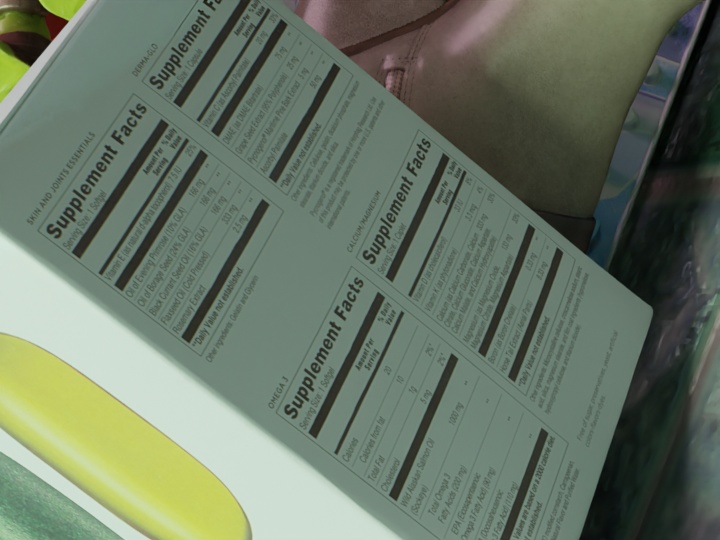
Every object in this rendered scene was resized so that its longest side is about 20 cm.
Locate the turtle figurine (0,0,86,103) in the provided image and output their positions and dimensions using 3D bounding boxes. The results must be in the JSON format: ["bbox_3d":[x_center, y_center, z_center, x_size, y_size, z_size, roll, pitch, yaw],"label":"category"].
[{"bbox_3d":[-0.122,-0.127,0.781,0.200,0.064,0.161,-22,42,15],"label":"turtle figurine"}]

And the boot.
[{"bbox_3d":[0.064,-0.058,0.696,0.070,0.200,0.146,-3,-84,-70],"label":"boot"}]

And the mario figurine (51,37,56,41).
[{"bbox_3d":[-0.044,-0.087,0.839,0.106,0.200,0.124,62,-165,-64],"label":"mario figurine"}]

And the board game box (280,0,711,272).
[{"bbox_3d":[0.023,-0.104,0.766,0.026,0.200,0.200,61,-130,-76],"label":"board game box"}]

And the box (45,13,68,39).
[{"bbox_3d":[-0.154,-0.047,0.908,0.095,0.200,0.100,-6,49,39],"label":"box"}]

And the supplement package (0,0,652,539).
[{"bbox_3d":[-0.046,0.033,0.634,0.152,0.200,0.151,-41,16,41],"label":"supplement package"}]
